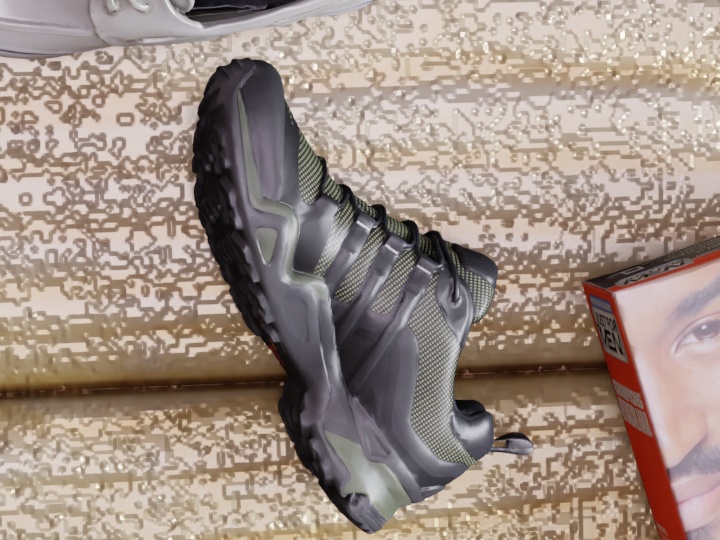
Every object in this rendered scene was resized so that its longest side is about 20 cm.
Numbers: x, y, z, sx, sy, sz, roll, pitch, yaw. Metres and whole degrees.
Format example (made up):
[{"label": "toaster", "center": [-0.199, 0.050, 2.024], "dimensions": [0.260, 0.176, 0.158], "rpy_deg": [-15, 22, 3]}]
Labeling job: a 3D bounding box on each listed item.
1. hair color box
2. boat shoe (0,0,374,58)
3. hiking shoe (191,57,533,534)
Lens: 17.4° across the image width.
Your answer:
[{"label": "hair color box", "center": [0.176, 0.084, 0.976], "dimensions": [0.110, 0.064, 0.201], "rpy_deg": [-19, 96, -4]}, {"label": "boat shoe", "center": [-0.079, -0.120, 0.925], "dimensions": [0.199, 0.066, 0.072], "rpy_deg": [-1, 95, -7]}, {"label": "hiking shoe", "center": [0.000, 0.000, 0.950], "dimensions": [0.100, 0.076, 0.201], "rpy_deg": [-24, 106, -13]}]
